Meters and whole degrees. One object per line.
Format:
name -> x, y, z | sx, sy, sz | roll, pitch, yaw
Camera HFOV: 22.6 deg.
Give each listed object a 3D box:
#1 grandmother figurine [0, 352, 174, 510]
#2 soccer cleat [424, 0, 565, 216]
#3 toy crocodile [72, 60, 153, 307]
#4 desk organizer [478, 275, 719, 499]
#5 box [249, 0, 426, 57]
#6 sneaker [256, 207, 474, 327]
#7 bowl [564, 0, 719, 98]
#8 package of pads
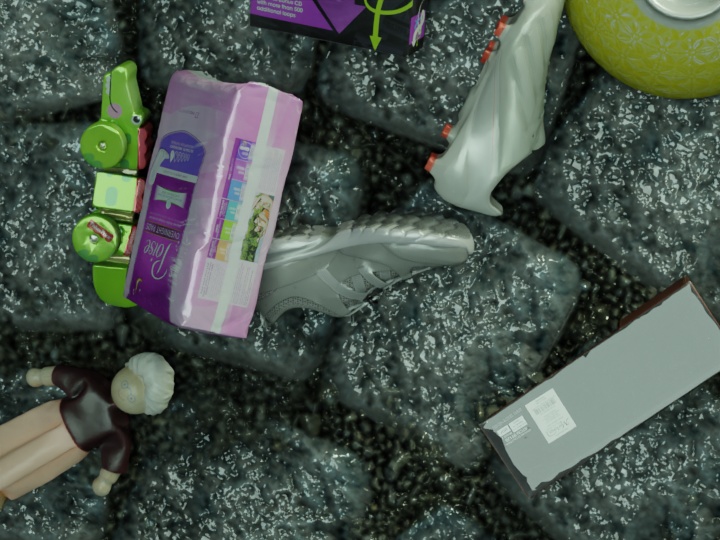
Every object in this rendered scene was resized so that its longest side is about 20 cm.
grandmother figurine -> -0.239, 0.132, 1.512 | 0.199, 0.061, 0.122 | -31, 100, 13
soccer cleat -> 0.123, -0.139, 1.423 | 0.077, 0.069, 0.201 | 27, 107, 0
toy crocodile -> -0.196, -0.070, 1.477 | 0.061, 0.068, 0.202 | 6, 100, 4
desk organizer -> 0.197, 0.090, 1.429 | 0.199, 0.077, 0.072 | -35, 90, 11
box -> -0.014, -0.278, 1.399 | 0.142, 0.036, 0.202 | 13, 114, 20
sneaker -> 0.000, 0.000, 1.459 | 0.198, 0.075, 0.083 | -7, 102, 21
bowl -> 0.247, -0.230, 1.369 | 0.198, 0.108, 0.203 | 1, 97, 9
package of pads -> -0.120, -0.055, 1.431 | 0.075, 0.120, 0.202 | 12, 93, -33
